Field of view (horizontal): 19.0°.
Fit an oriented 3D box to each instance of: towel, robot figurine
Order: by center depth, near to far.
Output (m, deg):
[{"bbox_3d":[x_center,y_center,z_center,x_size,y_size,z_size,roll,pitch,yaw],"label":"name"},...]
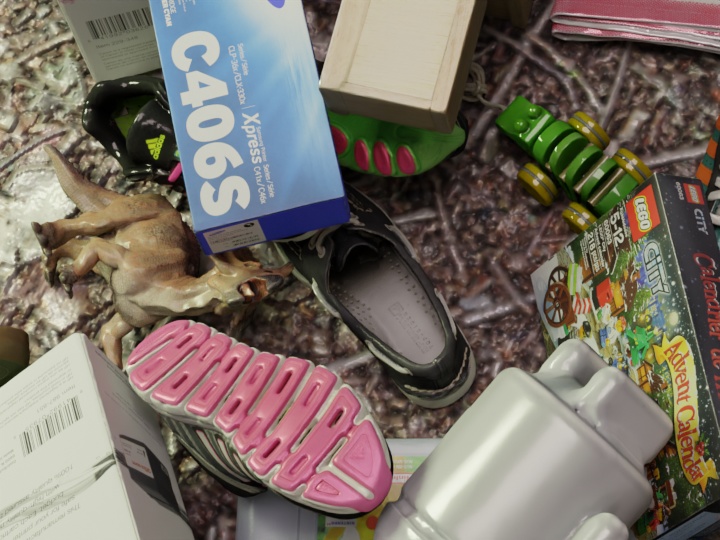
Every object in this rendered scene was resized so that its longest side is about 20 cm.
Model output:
[{"bbox_3d":[0.086,0.137,1.212,0.200,0.113,0.170,-48,30,0],"label":"robot figurine"},{"bbox_3d":[0.214,-0.237,1.460,0.145,0.030,0.201,8,65,11],"label":"towel"}]

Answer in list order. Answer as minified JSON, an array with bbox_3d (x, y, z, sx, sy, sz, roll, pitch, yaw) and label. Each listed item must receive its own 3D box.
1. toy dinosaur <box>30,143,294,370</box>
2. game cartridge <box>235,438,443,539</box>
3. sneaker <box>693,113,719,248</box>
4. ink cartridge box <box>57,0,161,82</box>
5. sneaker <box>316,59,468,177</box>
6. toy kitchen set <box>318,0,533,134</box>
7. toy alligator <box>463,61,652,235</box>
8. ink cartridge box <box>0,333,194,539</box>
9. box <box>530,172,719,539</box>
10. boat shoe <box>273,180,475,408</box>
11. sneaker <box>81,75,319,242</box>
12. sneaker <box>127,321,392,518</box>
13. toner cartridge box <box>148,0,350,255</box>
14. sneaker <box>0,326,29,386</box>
[{"bbox_3d":[-0.130,-0.011,1.377,0.135,0.086,0.200,-25,51,-13],"label":"toy dinosaur"},{"bbox_3d":[0.021,0.168,1.298,0.198,0.041,0.134,-1,69,7],"label":"game cartridge"},{"bbox_3d":[0.247,-0.075,1.349,0.071,0.080,0.201,17,72,15],"label":"sneaker"},{"bbox_3d":[-0.134,-0.224,1.401,0.146,0.200,0.086,-13,58,1],"label":"ink cartridge box"},{"bbox_3d":[-0.016,-0.102,1.410,0.199,0.084,0.077,22,104,31],"label":"sneaker"},{"bbox_3d":[0.010,-0.166,1.365,0.162,0.200,0.182,12,76,12],"label":"toy kitchen set"},{"bbox_3d":[0.123,-0.081,1.381,0.059,0.054,0.200,-45,66,-4],"label":"toy alligator"},{"bbox_3d":[-0.178,0.157,1.244,0.145,0.084,0.200,-35,39,8],"label":"ink cartridge box"},{"bbox_3d":[0.170,0.063,1.272,0.037,0.137,0.201,5,60,-30],"label":"box"},{"bbox_3d":[0.000,0.000,1.361,0.074,0.060,0.201,-33,65,-3],"label":"boat shoe"},{"bbox_3d":[-0.105,-0.073,1.366,0.199,0.087,0.074,30,104,36],"label":"sneaker"},{"bbox_3d":[-0.049,0.097,1.256,0.199,0.088,0.074,23,68,39],"label":"sneaker"},{"bbox_3d":[-0.072,-0.118,1.317,0.094,0.043,0.201,-13,70,0],"label":"toner cartridge box"},{"bbox_3d":[-0.305,0.094,1.363,0.198,0.067,0.091,-8,73,5],"label":"sneaker"}]
